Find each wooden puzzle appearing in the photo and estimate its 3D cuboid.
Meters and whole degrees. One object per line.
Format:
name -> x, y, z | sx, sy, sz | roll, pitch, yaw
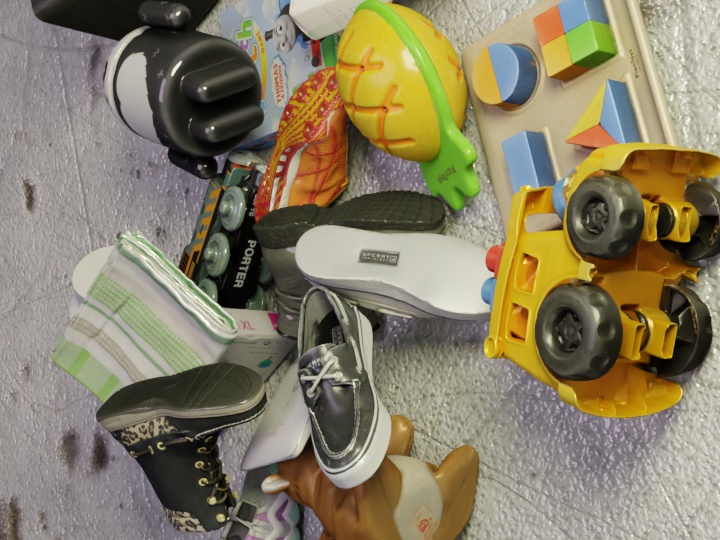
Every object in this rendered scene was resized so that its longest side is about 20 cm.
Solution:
wooden puzzle -> 0.159, -0.136, 1.171 | 0.200, 0.046, 0.187 | -28, 69, 46

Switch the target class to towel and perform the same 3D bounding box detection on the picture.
towel -> -0.219, 0.072, 1.407 | 0.149, 0.031, 0.200 | 42, 127, 4

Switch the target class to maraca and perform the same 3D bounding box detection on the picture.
maraca -> 0.047, -0.147, 1.258 | 0.201, 0.107, 0.137 | 61, 165, 5

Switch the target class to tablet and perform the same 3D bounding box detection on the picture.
tablet -> -0.062, 0.126, 1.353 | 0.131, 0.014, 0.200 | -63, 12, -19

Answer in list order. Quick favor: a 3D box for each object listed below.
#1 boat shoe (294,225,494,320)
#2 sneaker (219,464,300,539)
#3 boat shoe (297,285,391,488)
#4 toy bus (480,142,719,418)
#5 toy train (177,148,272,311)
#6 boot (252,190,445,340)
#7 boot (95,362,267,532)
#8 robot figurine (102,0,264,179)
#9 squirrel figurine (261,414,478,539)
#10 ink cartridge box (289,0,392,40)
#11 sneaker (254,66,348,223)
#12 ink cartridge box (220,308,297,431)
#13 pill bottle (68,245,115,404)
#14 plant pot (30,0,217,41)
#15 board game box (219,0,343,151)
boat shoe -> 0.041, 0.010, 1.264 | 0.199, 0.070, 0.071 | 8, 67, 13
sneaker -> -0.135, 0.295, 1.437 | 0.077, 0.139, 0.202 | 1, 91, 49
boat shoe -> -0.022, 0.091, 1.198 | 0.071, 0.068, 0.201 | -28, 38, 21
toy bus -> 0.169, -0.009, 1.097 | 0.192, 0.135, 0.201 | 23, 107, 51
toy train -> -0.137, -0.028, 1.493 | 0.114, 0.085, 0.201 | 45, 123, 51
boot -> 0.000, 0.000, 1.344 | 0.199, 0.068, 0.131 | -5, 115, 25
boot -> -0.146, 0.174, 1.379 | 0.203, 0.074, 0.154 | -11, 117, 35
robot figurine -> -0.182, -0.184, 1.454 | 0.200, 0.124, 0.151 | 23, 91, 49
squirrel figurine -> -0.008, 0.225, 1.292 | 0.186, 0.141, 0.202 | 9, 99, 48
ink cartridge box -> 0.030, -0.313, 1.298 | 0.199, 0.050, 0.162 | -13, 58, 30
sneaker -> -0.042, -0.114, 1.379 | 0.201, 0.077, 0.073 | -64, 37, 37
ink cartridge box -> -0.162, 0.113, 1.486 | 0.200, 0.119, 0.042 | -53, 48, 35
pill bottle -> -0.245, 0.070, 1.527 | 0.112, 0.112, 0.201 | 46, 158, 39
plant pot -> -0.234, -0.377, 1.533 | 0.177, 0.199, 0.201 | -23, 72, 34
board game box -> -0.067, -0.217, 1.442 | 0.199, 0.036, 0.152 | -15, 79, 49
